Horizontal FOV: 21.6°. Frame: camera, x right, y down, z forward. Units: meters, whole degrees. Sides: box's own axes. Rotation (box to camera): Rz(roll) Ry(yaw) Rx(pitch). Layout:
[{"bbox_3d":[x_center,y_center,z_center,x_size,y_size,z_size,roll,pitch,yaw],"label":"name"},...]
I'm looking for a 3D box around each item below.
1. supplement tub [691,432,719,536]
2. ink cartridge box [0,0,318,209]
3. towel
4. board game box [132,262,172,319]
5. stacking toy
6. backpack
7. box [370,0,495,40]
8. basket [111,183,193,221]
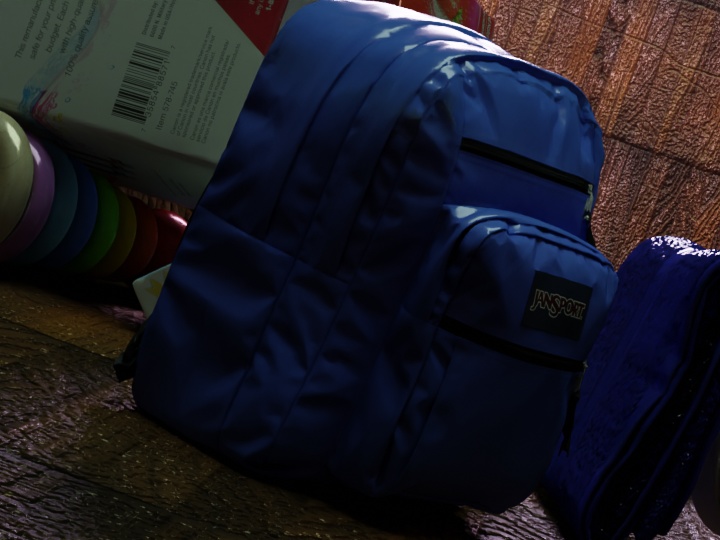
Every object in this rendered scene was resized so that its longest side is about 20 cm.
[{"bbox_3d":[0.265,0.105,0.866,0.144,0.145,0.200,15,6,-44],"label":"supplement tub"},{"bbox_3d":[-0.133,-0.132,1.107,0.199,0.146,0.145,18,-9,11],"label":"ink cartridge box"},{"bbox_3d":[0.141,0.057,0.921,0.049,0.148,0.200,28,3,-4],"label":"towel"},{"bbox_3d":[-0.018,-0.021,1.064,0.199,0.034,0.134,-24,-2,9],"label":"board game box"},{"bbox_3d":[-0.168,-0.028,1.104,0.085,0.086,0.200,22,-1,34],"label":"stacking toy"},{"bbox_3d":[0.025,-0.005,0.813,0.167,0.201,0.162,22,5,36],"label":"backpack"},{"bbox_3d":[0.015,-0.107,1.233,0.095,0.201,0.100,-20,-46,35],"label":"box"},{"bbox_3d":[-0.145,-0.076,1.298,0.148,0.143,0.200,16,6,-28],"label":"basket"}]
